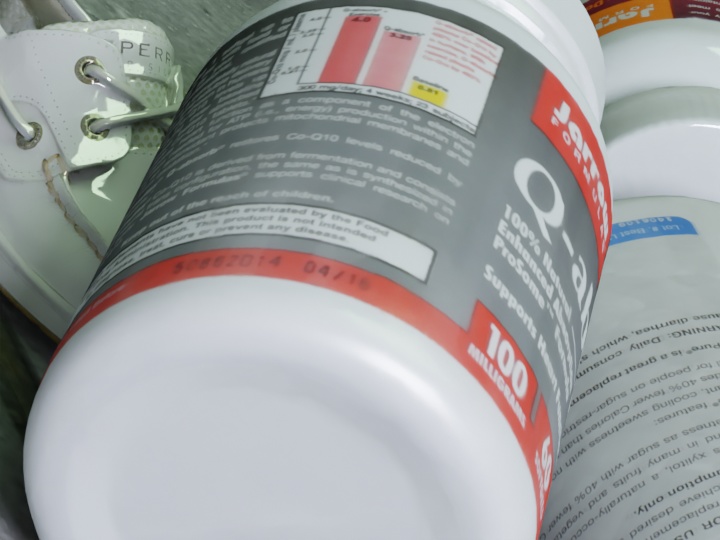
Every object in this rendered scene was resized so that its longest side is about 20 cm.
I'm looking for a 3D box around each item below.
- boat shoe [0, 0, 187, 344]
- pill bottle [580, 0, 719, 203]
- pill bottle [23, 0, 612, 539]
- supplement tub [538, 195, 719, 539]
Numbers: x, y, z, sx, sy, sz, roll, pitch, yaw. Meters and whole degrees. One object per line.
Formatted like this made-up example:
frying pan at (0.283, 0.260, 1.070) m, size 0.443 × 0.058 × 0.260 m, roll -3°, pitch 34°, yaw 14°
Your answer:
boat shoe at (-0.080, -0.042, 0.769) m, size 0.200 × 0.069 × 0.071 m, roll 51°, pitch 18°, yaw 29°
pill bottle at (0.100, -0.039, 0.895) m, size 0.109 × 0.110 × 0.200 m, roll 35°, pitch 19°, yaw -11°
pill bottle at (0.000, 0.000, 0.671) m, size 0.116 × 0.116 × 0.200 m, roll 35°, pitch 36°, yaw -11°
supplement tub at (0.094, 0.079, 0.718) m, size 0.132 × 0.132 × 0.200 m, roll 30°, pitch 20°, yaw -25°
